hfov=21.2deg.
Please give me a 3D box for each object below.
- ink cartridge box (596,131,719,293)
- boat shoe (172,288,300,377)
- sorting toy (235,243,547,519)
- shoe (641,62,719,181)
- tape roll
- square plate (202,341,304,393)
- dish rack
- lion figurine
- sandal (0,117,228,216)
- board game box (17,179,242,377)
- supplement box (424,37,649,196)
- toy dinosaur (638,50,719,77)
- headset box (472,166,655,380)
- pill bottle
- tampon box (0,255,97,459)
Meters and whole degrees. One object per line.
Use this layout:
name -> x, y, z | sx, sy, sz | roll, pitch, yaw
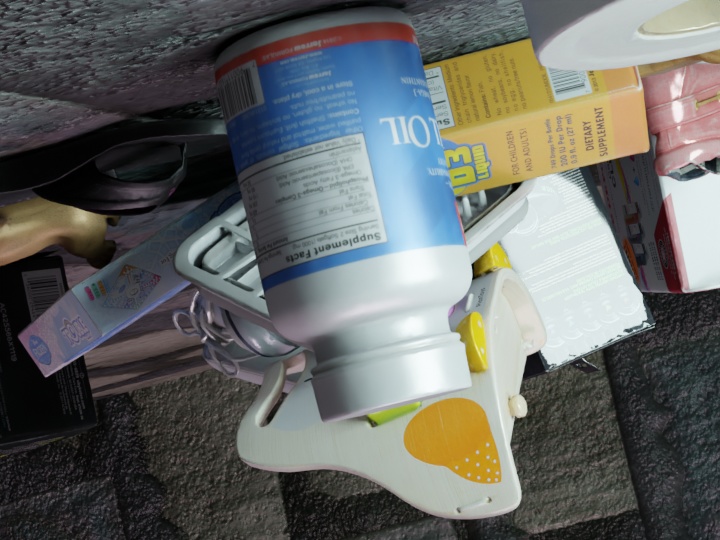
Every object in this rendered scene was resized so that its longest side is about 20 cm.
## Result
ink cartridge box -> 0.285, -0.065, 1.541 | 0.143, 0.147, 0.200 | -13, 180, -5
boat shoe -> -0.089, 0.027, 1.340 | 0.086, 0.075, 0.202 | -32, -167, 9
sorting toy -> 0.014, 0.071, 1.215 | 0.179, 0.108, 0.200 | -14, -157, 17
shoe -> 0.256, -0.113, 1.362 | 0.071, 0.092, 0.199 | -17, 173, 37
tape roll -> 0.165, -0.151, 0.854 | 0.201, 0.071, 0.202 | -14, 175, -1
square plate -> -0.013, 0.052, 1.459 | 0.198, 0.029, 0.199 | 18, -152, -4
dish rack -> 0.000, -0.019, 1.209 | 0.171, 0.044, 0.200 | 22, -129, 42
lion figurine -> -0.230, -0.023, 1.272 | 0.199, 0.073, 0.122 | -27, 173, -27
sandal -> -0.164, -0.051, 1.165 | 0.199, 0.048, 0.075 | -14, 175, 11
board game box -> -0.138, -0.005, 1.377 | 0.198, 0.044, 0.200 | -34, -178, -23
supplement box -> 0.073, -0.091, 1.177 | 0.198, 0.069, 0.067 | -12, 143, 5
toy dinosaur -> 0.222, -0.147, 1.219 | 0.105, 0.061, 0.200 | 16, 156, -24
headset box -> 0.123, -0.013, 1.419 | 0.092, 0.201, 0.174 | -22, 176, -11
pill bottle -> -0.003, -0.027, 1.008 | 0.111, 0.202, 0.112 | -13, 175, -1
tampon box -> -0.337, 0.087, 1.606 | 0.126, 0.151, 0.199 | -8, 172, -42
